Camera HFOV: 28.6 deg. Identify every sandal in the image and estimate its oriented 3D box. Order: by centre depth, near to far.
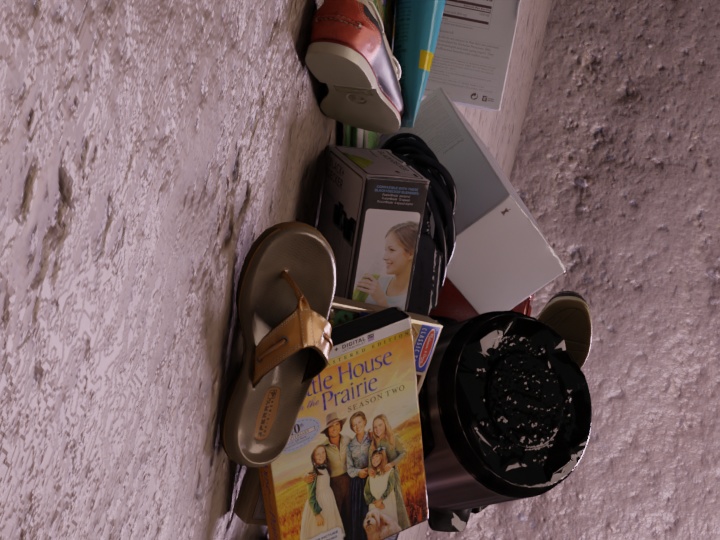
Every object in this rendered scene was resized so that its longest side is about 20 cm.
[{"bbox_3d":[-0.055,0.062,1.049,0.054,0.080,0.201,35,-63,51],"label":"sandal"}]

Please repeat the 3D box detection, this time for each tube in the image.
[{"bbox_3d":[0.050,-0.223,1.217,0.077,0.050,0.202,-139,-122,-84],"label":"tube"}]

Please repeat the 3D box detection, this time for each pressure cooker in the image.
[{"bbox_3d":[0.098,0.141,1.339,0.176,0.179,0.200,-47,-167,-32],"label":"pressure cooker"}]

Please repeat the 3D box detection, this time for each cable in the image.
[{"bbox_3d":[0.037,-0.026,1.313,0.163,0.050,0.202,-177,-90,-70],"label":"cable"}]

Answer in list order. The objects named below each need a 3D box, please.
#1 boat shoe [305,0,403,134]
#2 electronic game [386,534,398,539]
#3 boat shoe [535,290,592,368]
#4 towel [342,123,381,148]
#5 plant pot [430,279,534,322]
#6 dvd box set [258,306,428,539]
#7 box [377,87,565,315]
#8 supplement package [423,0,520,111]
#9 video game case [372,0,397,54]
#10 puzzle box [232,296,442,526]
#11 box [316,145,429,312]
[{"bbox_3d":[-0.001,-0.166,1.155,0.200,0.071,0.063,55,44,-72],"label":"boat shoe"},{"bbox_3d":[-0.005,0.178,1.400,0.200,0.041,0.201,-22,90,-81],"label":"electronic game"},{"bbox_3d":[0.206,0.096,1.538,0.066,0.071,0.202,-82,178,-53],"label":"boat shoe"},{"bbox_3d":[0.014,-0.182,1.363,0.153,0.023,0.201,91,13,-52],"label":"towel"},{"bbox_3d":[0.087,0.040,1.549,0.201,0.194,0.202,12,90,-81],"label":"plant pot"},{"bbox_3d":[-0.016,0.143,1.165,0.029,0.146,0.201,32,-46,53],"label":"dvd box set"},{"bbox_3d":[0.103,-0.066,1.406,0.124,0.097,0.200,47,11,-40],"label":"box"},{"bbox_3d":[0.112,-0.280,1.516,0.114,0.109,0.202,-90,-169,-85],"label":"supplement package"},{"bbox_3d":[0.023,-0.270,1.225,0.200,0.022,0.183,70,29,-64],"label":"video game case"},{"bbox_3d":[-0.018,0.124,1.191,0.025,0.132,0.201,31,-75,53],"label":"puzzle box"},{"bbox_3d":[0.000,0.000,1.248,0.117,0.060,0.201,-131,-132,-65],"label":"box"}]
